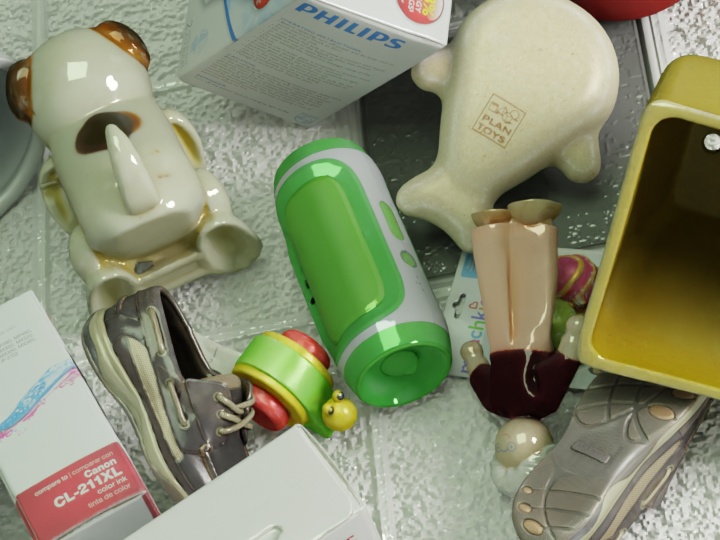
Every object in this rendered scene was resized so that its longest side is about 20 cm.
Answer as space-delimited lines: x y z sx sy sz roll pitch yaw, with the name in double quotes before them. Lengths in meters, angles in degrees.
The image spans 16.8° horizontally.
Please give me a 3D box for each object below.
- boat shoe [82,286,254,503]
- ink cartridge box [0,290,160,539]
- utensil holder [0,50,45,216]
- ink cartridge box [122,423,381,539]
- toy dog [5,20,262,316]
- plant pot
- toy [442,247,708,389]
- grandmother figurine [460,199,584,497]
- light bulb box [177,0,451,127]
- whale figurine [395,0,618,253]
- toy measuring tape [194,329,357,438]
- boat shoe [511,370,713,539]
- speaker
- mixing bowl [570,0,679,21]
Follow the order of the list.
"boat shoe" -0.114 0.099 1.683 0.073 0.074 0.200 -37 84 19
"ink cartridge box" -0.204 0.135 1.689 0.083 0.146 0.200 -29 54 -7
"utensil holder" -0.368 -0.140 1.910 0.170 0.170 0.200 -40 54 -13
"ink cartridge box" -0.054 0.208 1.564 0.146 0.200 0.084 -33 55 -9
"toy dog" -0.191 -0.086 1.815 0.139 0.194 0.200 -30 62 5
"plant pot" 0.269 -0.040 1.633 0.195 0.195 0.200 15 28 4
"toy" 0.151 0.024 1.728 0.199 0.047 0.115 7 58 19
"grandmother figurine" 0.108 0.057 1.676 0.060 0.121 0.201 2 80 -28
"light bulb box" -0.028 -0.240 1.829 0.200 0.125 0.199 -26 52 56
"whale figurine" 0.106 -0.108 1.807 0.159 0.104 0.200 30 83 4
"toy measuring tape" -0.085 0.062 1.754 0.200 0.074 0.074 27 67 29
"boat shoe" 0.175 0.125 1.639 0.074 0.073 0.200 30 63 36
"speaker" 0.000 0.000 1.763 0.088 0.089 0.200 -22 54 0
"mixing bowl" 0.200 -0.266 1.871 0.200 0.108 0.201 -10 53 13
